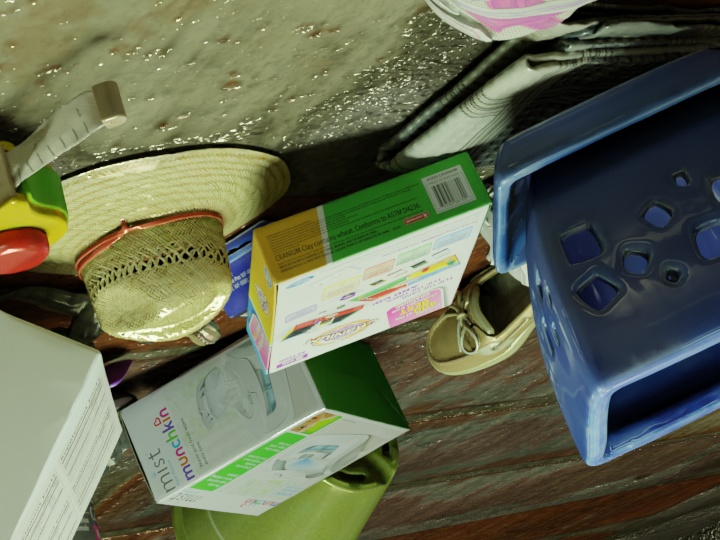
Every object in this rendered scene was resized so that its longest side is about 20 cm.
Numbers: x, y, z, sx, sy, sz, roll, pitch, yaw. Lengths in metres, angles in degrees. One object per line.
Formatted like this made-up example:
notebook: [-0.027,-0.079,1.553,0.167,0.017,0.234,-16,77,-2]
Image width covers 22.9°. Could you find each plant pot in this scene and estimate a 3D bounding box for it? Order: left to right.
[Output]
plant pot: [-0.059,0.212,1.751,0.200,0.200,0.190,-4,147,-36]
plant pot: [0.190,-0.013,1.114,0.200,0.180,0.200,-26,161,-5]

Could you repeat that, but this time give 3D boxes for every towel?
towel: [0.137,-0.111,1.140,0.192,0.035,0.200,-4,158,-35]

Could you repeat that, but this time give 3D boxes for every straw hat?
straw hat: [-0.131,-0.001,1.148,0.201,0.085,0.201,-15,163,-5]

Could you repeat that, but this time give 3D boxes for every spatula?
spatula: [-0.209,0.125,1.374,0.056,0.200,0.021,-20,121,10]

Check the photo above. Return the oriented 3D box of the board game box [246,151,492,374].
board game box: [0.000,0.000,1.211,0.153,0.040,0.200,-20,163,-12]

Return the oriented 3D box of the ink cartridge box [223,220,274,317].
ink cartridge box: [-0.031,0.003,1.334,0.200,0.039,0.099,4,154,-47]

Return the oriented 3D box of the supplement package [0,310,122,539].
supplement package: [-0.265,0.120,1.196,0.152,0.151,0.200,22,161,4]

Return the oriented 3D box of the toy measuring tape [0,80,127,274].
toy measuring tape: [-0.176,-0.049,0.989,0.200,0.074,0.074,-30,158,38]

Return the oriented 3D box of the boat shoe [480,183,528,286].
boat shoe: [0.116,-0.036,1.307,0.068,0.072,0.200,21,175,11]

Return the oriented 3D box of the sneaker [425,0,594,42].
sneaker: [0.058,-0.151,0.865,0.200,0.081,0.088,1,154,-43]

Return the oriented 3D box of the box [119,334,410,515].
box: [-0.082,0.131,1.559,0.176,0.097,0.200,-31,160,14]

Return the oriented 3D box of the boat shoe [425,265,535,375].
boat shoe: [0.123,0.023,1.488,0.201,0.073,0.063,-31,151,32]

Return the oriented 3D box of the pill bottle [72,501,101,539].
pill bottle: [-0.272,0.185,1.401,0.116,0.200,0.116,-15,163,-5]

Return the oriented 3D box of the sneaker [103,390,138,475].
sneaker: [-0.283,0.151,1.520,0.200,0.085,0.074,-31,143,-25]

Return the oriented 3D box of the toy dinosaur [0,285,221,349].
toy dinosaur: [-0.200,0.036,1.281,0.200,0.047,0.088,5,149,-40]
